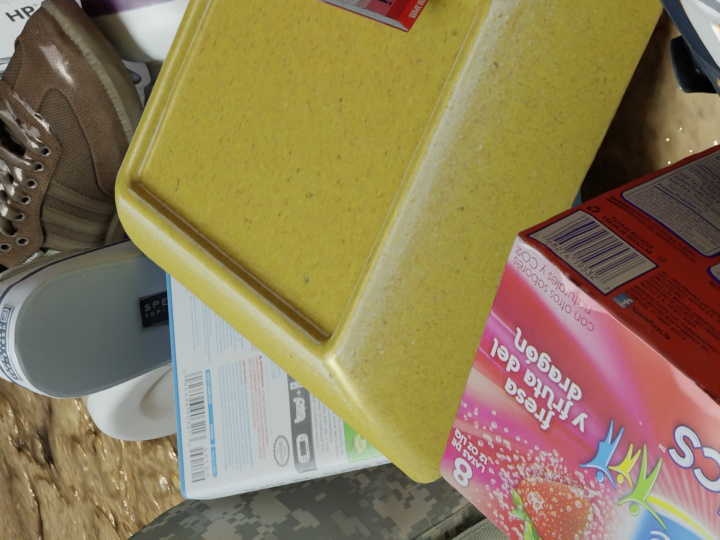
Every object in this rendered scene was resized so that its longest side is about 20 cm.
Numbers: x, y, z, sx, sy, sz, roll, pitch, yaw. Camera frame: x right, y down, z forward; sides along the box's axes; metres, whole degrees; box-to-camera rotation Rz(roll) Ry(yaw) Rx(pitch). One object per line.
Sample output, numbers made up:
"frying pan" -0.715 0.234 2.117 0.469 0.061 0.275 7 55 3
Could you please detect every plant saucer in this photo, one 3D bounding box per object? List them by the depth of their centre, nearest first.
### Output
"plant saucer" -0.009 -0.058 0.773 0.200 0.048 0.201 36 109 41

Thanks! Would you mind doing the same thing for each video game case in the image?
"video game case" 0.000 0.000 0.803 0.199 0.018 0.144 -16 73 42

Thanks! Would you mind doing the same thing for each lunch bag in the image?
"lunch bag" -0.009 0.139 0.895 0.140 0.199 0.168 61 158 -1

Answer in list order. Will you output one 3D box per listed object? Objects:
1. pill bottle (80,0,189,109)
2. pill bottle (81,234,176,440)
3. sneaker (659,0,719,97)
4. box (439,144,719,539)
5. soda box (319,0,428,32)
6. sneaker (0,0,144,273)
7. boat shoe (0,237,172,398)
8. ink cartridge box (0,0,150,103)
"pill bottle" -0.072 -0.155 0.899 0.112 0.112 0.201 9 116 64
"pill bottle" -0.120 -0.027 1.099 0.201 0.119 0.120 61 155 21
"sneaker" 0.127 -0.051 0.587 0.200 0.078 0.080 50 144 35
"box" 0.129 0.066 0.588 0.200 0.099 0.096 41 135 28
"soda box" -0.038 -0.167 0.742 0.070 0.063 0.200 -55 50 19
"sneaker" -0.139 -0.036 0.934 0.071 0.075 0.200 48 155 18
"boat shoe" -0.082 0.011 0.935 0.086 0.201 0.075 10 110 51
"ink cartridge box" -0.163 -0.128 0.968 0.200 0.115 0.068 50 -147 -54
